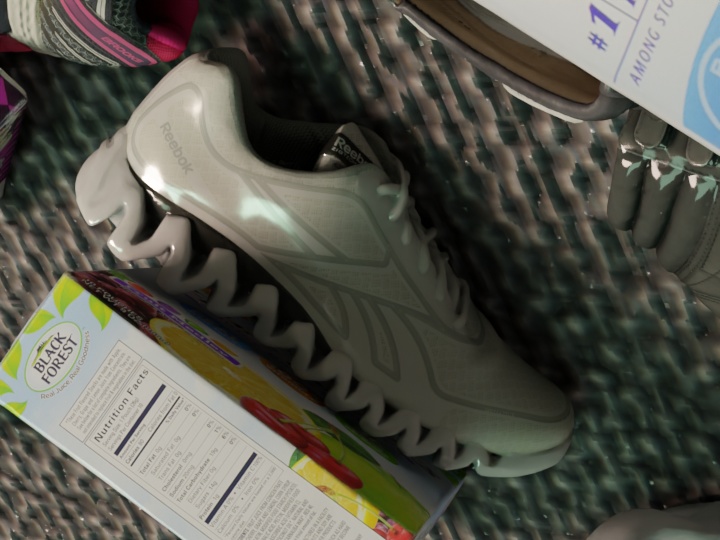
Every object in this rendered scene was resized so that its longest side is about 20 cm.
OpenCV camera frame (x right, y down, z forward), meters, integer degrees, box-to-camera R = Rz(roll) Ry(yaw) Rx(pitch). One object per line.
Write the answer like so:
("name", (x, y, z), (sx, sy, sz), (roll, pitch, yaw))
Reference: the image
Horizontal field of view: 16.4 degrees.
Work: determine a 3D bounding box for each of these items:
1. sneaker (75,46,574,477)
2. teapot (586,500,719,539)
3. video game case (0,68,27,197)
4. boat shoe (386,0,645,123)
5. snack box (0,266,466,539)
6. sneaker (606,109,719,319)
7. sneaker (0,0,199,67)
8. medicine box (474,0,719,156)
("sneaker", (0.000, 0.000, 0.875), (0.199, 0.075, 0.081), (34, 106, -11))
("teapot", (0.131, 0.188, 0.886), (0.200, 0.146, 0.198), (37, 141, 5))
("video game case", (-0.209, -0.101, 0.920), (0.200, 0.036, 0.181), (42, 167, -3))
("boat shoe", (0.021, -0.106, 0.728), (0.200, 0.060, 0.074), (40, 136, 26))
("snack box", (-0.039, 0.058, 0.880), (0.142, 0.053, 0.200), (37, -175, 6))
("sneaker", (0.132, -0.046, 0.717), (0.099, 0.071, 0.200), (35, 143, 4))
("sneaker", (-0.089, -0.148, 0.805), (0.074, 0.081, 0.201), (12, 143, 7))
("medicine box", (0.078, -0.151, 0.595), (0.199, 0.103, 0.183), (33, 129, 17))
